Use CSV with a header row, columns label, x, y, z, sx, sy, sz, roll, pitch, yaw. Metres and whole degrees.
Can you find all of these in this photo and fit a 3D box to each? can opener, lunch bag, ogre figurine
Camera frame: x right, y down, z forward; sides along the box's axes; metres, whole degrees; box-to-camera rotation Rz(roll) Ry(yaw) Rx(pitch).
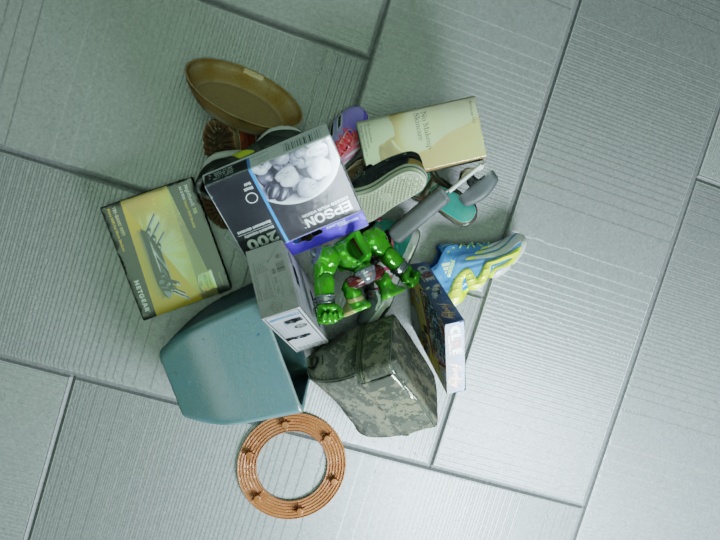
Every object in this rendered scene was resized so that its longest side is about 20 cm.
label,x,y,z,sx,sy,sz,roll,pitch,yaw
can opener,0.139,-0.106,1.246,0.200,0.053,0.067,-41,90,6
lunch bag,0.021,0.190,1.278,0.167,0.140,0.200,-22,128,18
ogre figurine,0.000,0.000,1.207,0.199,0.098,0.121,-22,90,-12

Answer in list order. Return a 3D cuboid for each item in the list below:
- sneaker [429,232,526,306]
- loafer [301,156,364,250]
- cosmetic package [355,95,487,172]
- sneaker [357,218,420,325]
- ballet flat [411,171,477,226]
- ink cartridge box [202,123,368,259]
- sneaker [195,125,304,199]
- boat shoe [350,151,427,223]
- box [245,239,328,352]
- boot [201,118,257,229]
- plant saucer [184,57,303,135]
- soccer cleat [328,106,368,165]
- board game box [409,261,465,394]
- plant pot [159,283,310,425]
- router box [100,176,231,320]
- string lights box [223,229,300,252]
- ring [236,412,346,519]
label,x,y,z,sx,sy,sz,roll,pitch,yaw
sneaker,0.198,-0.024,1.335,0.200,0.076,0.105,-39,101,-2
loafer,-0.024,-0.114,1.291,0.076,0.067,0.201,36,90,-12
cosmetic package,0.099,-0.212,1.234,0.198,0.071,0.106,-14,93,3
sneaker,0.012,-0.005,1.301,0.120,0.084,0.201,26,85,-16
ballet flat,0.115,-0.142,1.306,0.200,0.068,0.068,40,91,0
ink cartridge box,-0.103,-0.095,1.122,0.197,0.044,0.201,-22,131,4
sneaker,-0.163,-0.152,1.133,0.199,0.085,0.075,-18,118,25
boat shoe,0.019,-0.128,1.182,0.199,0.063,0.075,-24,132,31
box,-0.111,0.046,1.180,0.060,0.200,0.117,-19,69,4
boot,-0.210,-0.169,1.251,0.074,0.107,0.201,17,123,11
plant saucer,-0.189,-0.270,1.198,0.199,0.201,0.036,24,121,-11
soccer cleat,-0.051,-0.193,1.273,0.067,0.076,0.200,40,90,-12
board game box,0.127,0.091,1.256,0.034,0.200,0.136,-11,120,-8
plant pot,-0.211,0.142,1.238,0.198,0.196,0.198,-18,100,4
router box,-0.323,-0.038,1.260,0.156,0.052,0.201,-20,100,-7
string lights box,-0.128,-0.108,1.214,0.103,0.059,0.201,37,110,12
ring,-0.123,0.356,1.358,0.199,0.019,0.202,-1,98,-9
